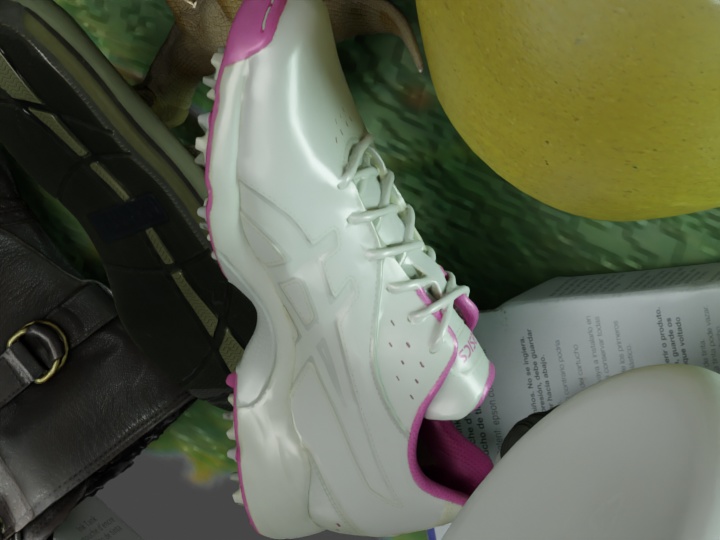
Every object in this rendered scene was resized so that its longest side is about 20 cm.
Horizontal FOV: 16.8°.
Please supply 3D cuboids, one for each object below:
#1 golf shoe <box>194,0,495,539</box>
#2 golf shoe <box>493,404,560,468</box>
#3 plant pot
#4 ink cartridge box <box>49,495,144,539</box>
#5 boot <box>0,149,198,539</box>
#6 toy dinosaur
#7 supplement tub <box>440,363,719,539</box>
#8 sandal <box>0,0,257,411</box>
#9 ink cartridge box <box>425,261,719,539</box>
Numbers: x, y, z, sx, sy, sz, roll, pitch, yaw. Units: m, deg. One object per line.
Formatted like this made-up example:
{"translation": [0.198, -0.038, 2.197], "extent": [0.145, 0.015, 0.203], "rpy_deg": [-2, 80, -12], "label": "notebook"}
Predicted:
{"translation": [0.000, 0.000, 0.785], "extent": [0.091, 0.075, 0.201], "rpy_deg": [6, 124, 19], "label": "golf shoe"}
{"translation": [0.063, 0.147, 0.823], "extent": [0.088, 0.077, 0.202], "rpy_deg": [-6, 101, 36], "label": "golf shoe"}
{"translation": [0.093, -0.098, 0.741], "extent": [0.200, 0.200, 0.142], "rpy_deg": [44, 138, 9], "label": "plant pot"}
{"translation": [-0.166, 0.164, 0.992], "extent": [0.176, 0.045, 0.200], "rpy_deg": [41, 116, 9], "label": "ink cartridge box"}
{"translation": [-0.174, 0.038, 0.913], "extent": [0.199, 0.069, 0.175], "rpy_deg": [-34, 85, -7], "label": "boot"}
{"translation": [-0.033, -0.097, 0.848], "extent": [0.199, 0.058, 0.102], "rpy_deg": [-11, 99, 53], "label": "toy dinosaur"}
{"translation": [0.124, 0.137, 0.715], "extent": [0.200, 0.146, 0.145], "rpy_deg": [38, 119, -22], "label": "supplement tub"}
{"translation": [-0.062, -0.024, 0.866], "extent": [0.079, 0.057, 0.202], "rpy_deg": [-6, 126, 43], "label": "sandal"}
{"translation": [0.122, 0.096, 0.844], "extent": [0.199, 0.043, 0.198], "rpy_deg": [-5, 102, 28], "label": "ink cartridge box"}
